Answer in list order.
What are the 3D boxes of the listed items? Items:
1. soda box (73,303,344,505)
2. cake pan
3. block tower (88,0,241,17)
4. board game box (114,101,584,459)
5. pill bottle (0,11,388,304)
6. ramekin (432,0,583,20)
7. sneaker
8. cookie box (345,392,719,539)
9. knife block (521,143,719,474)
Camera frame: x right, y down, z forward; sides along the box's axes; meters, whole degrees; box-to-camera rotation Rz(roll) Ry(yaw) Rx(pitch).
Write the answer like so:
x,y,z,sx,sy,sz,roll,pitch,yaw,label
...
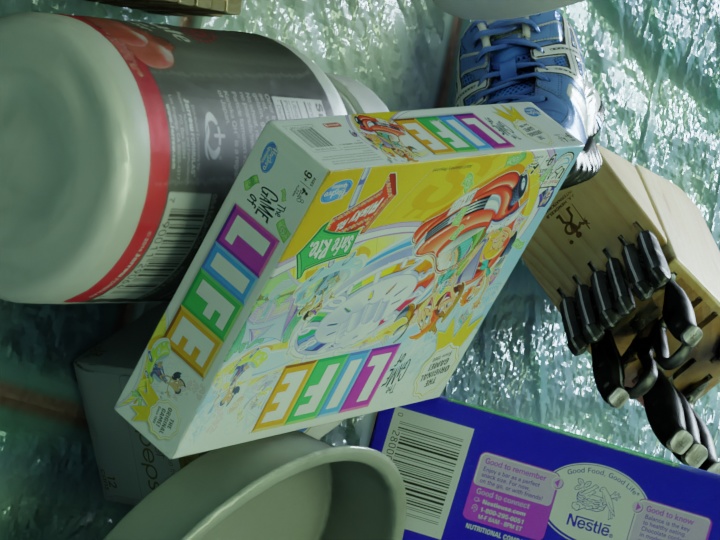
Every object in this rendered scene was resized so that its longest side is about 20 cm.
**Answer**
x,y,z,sx,sy,sz,roll,pitch,yaw,label
-0.034,0.031,1.270,0.200,0.063,0.069,-34,121,-46,soda box
-0.063,0.145,1.200,0.200,0.037,0.201,-37,150,-26,cake pan
-0.120,-0.138,1.136,0.199,0.054,0.058,3,92,-54,block tower
0.000,0.000,1.165,0.200,0.034,0.135,-10,134,-57,board game box
-0.071,-0.042,1.167,0.199,0.110,0.112,0,95,-54,pill bottle
0.101,-0.205,1.318,0.203,0.202,0.095,-49,121,-38,ramekin
0.069,-0.078,1.357,0.200,0.075,0.077,-78,149,-72,sneaker
0.104,0.122,1.338,0.200,0.170,0.076,39,67,-70,cookie box
0.152,0.029,1.411,0.064,0.176,0.200,-39,159,14,knife block
